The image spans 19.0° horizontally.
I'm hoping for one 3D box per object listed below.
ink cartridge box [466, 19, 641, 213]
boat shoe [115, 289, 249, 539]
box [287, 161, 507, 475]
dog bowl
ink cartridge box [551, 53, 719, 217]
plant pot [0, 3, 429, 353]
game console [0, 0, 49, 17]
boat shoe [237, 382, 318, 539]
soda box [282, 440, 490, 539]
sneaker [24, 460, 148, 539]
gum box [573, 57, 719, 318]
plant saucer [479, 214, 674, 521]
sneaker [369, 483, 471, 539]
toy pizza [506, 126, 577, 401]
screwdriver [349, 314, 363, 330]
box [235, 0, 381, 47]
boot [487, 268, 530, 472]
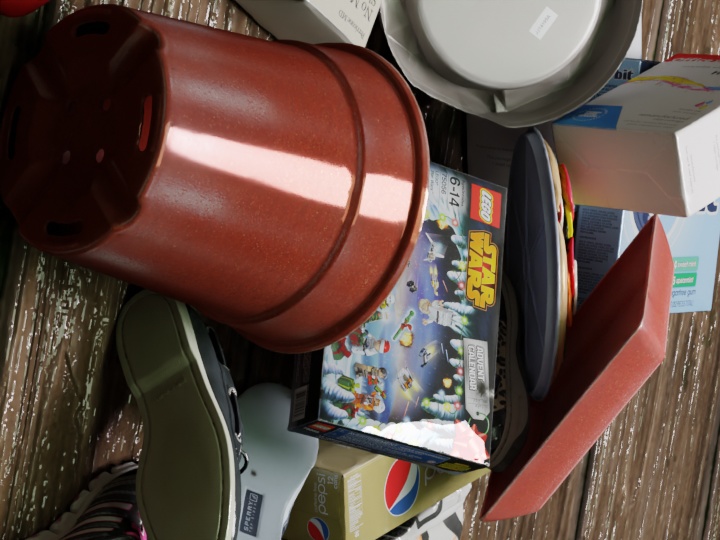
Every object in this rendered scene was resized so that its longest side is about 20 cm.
[{"bbox_3d":[0.153,-0.155,1.691,0.145,0.085,0.200,-22,116,-51],"label":"ink cartridge box"},{"bbox_3d":[-0.102,0.107,1.348,0.066,0.074,0.199,31,33,-52],"label":"boat shoe"},{"bbox_3d":[0.027,0.023,1.415,0.137,0.040,0.200,17,67,-31],"label":"box"},{"bbox_3d":[0.101,-0.204,1.552,0.200,0.059,0.200,-3,102,-14],"label":"dog bowl"},{"bbox_3d":[0.249,-0.110,1.589,0.200,0.116,0.067,-30,117,-39],"label":"ink cartridge box"},{"bbox_3d":[-0.097,-0.063,1.290,0.195,0.201,0.201,14,85,-46],"label":"plant pot"},{"bbox_3d":[-0.197,-0.280,1.239,0.172,0.119,0.200,-35,130,-7],"label":"game console"},{"bbox_3d":[-0.088,0.169,1.449,0.071,0.091,0.200,26,43,-11],"label":"boat shoe"},{"bbox_3d":[0.021,0.141,1.583,0.200,0.068,0.064,-22,116,-50],"label":"soda box"},{"bbox_3d":[-0.153,0.182,1.335,0.200,0.087,0.074,-31,121,-48],"label":"sneaker"},{"bbox_3d":[0.235,-0.066,1.715,0.170,0.045,0.200,-2,100,-54],"label":"gum box"},{"bbox_3d":[0.166,0.076,1.568,0.200,0.037,0.200,-53,-174,25],"label":"plant saucer"},{"bbox_3d":[0.020,0.211,1.594,0.200,0.074,0.080,-21,116,-50],"label":"sneaker"},{"bbox_3d":[0.135,-0.005,1.567,0.200,0.032,0.200,179,-90,-85],"label":"toy pizza"},{"bbox_3d":[-0.040,-0.019,1.386,0.029,0.200,0.028,-32,134,6],"label":"screwdriver"},{"bbox_3d":[-0.011,-0.252,1.458,0.082,0.068,0.200,37,67,-51],"label":"box"},{"bbox_3d":[0.038,0.045,1.569,0.154,0.073,0.204,15,43,-24],"label":"boot"}]
